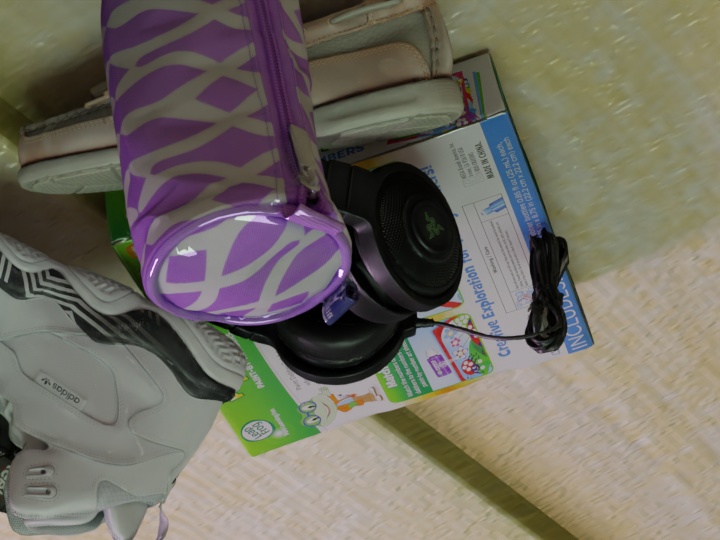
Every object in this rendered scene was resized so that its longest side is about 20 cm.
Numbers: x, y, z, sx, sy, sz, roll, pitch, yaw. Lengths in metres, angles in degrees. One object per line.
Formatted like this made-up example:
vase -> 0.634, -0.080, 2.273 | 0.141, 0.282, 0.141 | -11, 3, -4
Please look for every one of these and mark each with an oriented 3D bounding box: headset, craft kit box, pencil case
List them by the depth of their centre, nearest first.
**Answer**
pencil case -> -0.055, -0.076, 0.785 | 0.083, 0.201, 0.086 | 7, 144, -32
headset -> 0.005, -0.008, 0.929 | 0.198, 0.095, 0.124 | 19, 146, -16
craft kit box -> 0.000, 0.000, 1.015 | 0.196, 0.049, 0.201 | -20, 141, 5

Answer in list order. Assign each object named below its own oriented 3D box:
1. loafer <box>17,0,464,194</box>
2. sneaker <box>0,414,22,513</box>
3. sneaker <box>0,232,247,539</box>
loafer -> -0.056, -0.079, 0.901 | 0.198, 0.064, 0.072 | -10, 175, 1
sneaker -> -0.195, 0.065, 0.996 | 0.199, 0.099, 0.071 | 18, 135, -31
sneaker -> -0.160, 0.052, 0.933 | 0.198, 0.116, 0.075 | 22, 163, -4
